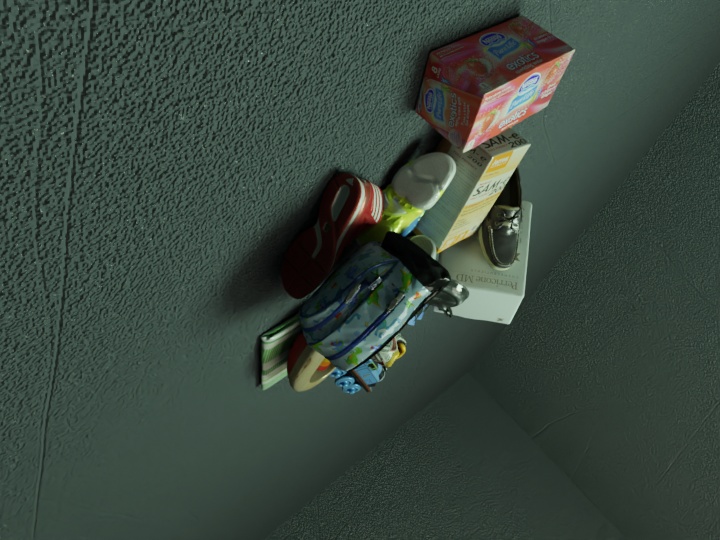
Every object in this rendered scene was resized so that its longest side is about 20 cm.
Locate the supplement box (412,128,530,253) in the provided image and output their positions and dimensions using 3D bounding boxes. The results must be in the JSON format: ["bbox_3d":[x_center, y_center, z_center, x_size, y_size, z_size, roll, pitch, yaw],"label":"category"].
[{"bbox_3d":[0.179,-0.137,0.857,0.125,0.074,0.201,-26,151,-40],"label":"supplement box"}]

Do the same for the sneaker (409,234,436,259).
[{"bbox_3d":[0.066,0.047,0.845,0.201,0.073,0.118,-53,157,-4],"label":"sneaker"}]

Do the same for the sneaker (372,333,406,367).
[{"bbox_3d":[0.043,0.134,0.959,0.078,0.082,0.200,-53,175,12],"label":"sneaker"}]

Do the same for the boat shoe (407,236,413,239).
[{"bbox_3d":[0.060,-0.007,0.950,0.202,0.074,0.086,-45,164,-28],"label":"boat shoe"}]

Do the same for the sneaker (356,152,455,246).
[{"bbox_3d":[0.076,-0.111,0.832,0.199,0.076,0.105,-40,171,21],"label":"sneaker"}]

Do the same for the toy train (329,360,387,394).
[{"bbox_3d":[-0.007,0.213,1.155,0.113,0.088,0.201,-15,145,10],"label":"toy train"}]

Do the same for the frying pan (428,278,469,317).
[{"bbox_3d":[0.138,0.053,0.971,0.191,0.113,0.031,101,7,-66],"label":"frying pan"}]

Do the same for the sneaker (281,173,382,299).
[{"bbox_3d":[-0.028,-0.042,0.750,0.201,0.078,0.115,-53,156,23],"label":"sneaker"}]

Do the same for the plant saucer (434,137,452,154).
[{"bbox_3d":[0.183,-0.204,0.894,0.199,0.037,0.201,-37,156,-19],"label":"plant saucer"}]

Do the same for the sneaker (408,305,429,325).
[{"bbox_3d":[0.102,0.057,1.029,0.079,0.069,0.200,-65,167,7],"label":"sneaker"}]

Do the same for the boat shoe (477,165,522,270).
[{"bbox_3d":[0.257,-0.104,0.925,0.071,0.203,0.065,6,171,-8],"label":"boat shoe"}]

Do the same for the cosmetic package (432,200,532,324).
[{"bbox_3d":[0.242,-0.022,1.037,0.167,0.165,0.203,76,24,-66],"label":"cosmetic package"}]

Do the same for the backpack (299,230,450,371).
[{"bbox_3d":[0.009,0.043,0.720,0.201,0.153,0.163,-58,-164,10],"label":"backpack"}]

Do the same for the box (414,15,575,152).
[{"bbox_3d":[0.184,-0.261,0.708,0.199,0.103,0.095,-31,155,-28],"label":"box"}]

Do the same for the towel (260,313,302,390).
[{"bbox_3d":[-0.127,0.141,0.975,0.152,0.023,0.201,-32,156,-28],"label":"towel"}]

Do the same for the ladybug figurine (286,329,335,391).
[{"bbox_3d":[-0.071,0.135,0.931,0.201,0.072,0.135,-53,157,25],"label":"ladybug figurine"}]
